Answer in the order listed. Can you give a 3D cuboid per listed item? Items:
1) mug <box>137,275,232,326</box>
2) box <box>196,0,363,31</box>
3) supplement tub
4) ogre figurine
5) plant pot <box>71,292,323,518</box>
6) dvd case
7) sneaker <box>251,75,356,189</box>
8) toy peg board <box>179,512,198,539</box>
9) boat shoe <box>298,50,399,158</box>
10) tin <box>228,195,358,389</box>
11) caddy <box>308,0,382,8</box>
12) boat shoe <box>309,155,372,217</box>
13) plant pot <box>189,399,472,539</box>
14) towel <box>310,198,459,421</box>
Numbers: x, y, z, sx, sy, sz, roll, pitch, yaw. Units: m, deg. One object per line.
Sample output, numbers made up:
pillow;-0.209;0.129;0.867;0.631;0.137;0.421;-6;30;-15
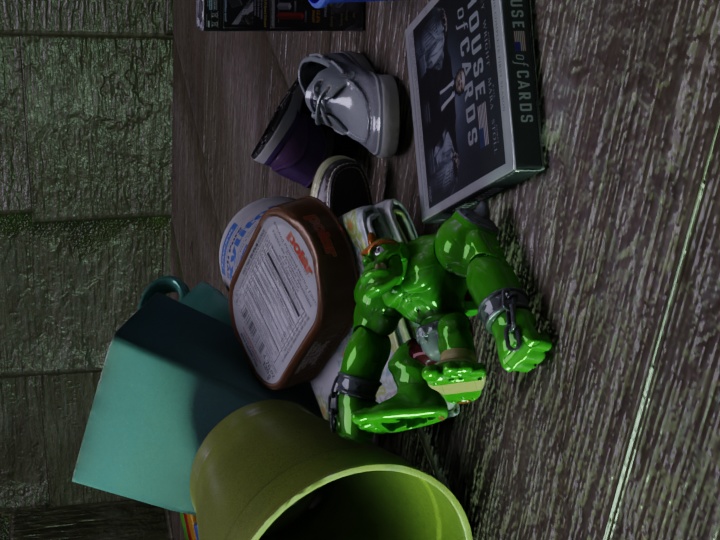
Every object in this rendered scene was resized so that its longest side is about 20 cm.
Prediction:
mug;-0.160;0.102;1.234;0.184;0.114;0.153;25;156;55
box;-0.074;-0.325;1.098;0.050;0.155;0.204;-133;41;-69
supplement tub;-0.067;-0.002;1.183;0.200;0.129;0.135;-155;63;-73
ogre figurine;0.044;0.036;0.805;0.200;0.096;0.122;124;147;-59
plant pot;-0.130;0.136;1.073;0.141;0.197;0.143;-62;-8;-74
dvd case;0.073;-0.123;0.815;0.200;0.024;0.153;152;114;-75
sneaker;-0.044;-0.139;1.184;0.076;0.087;0.201;-49;13;33
toy peg board;-0.097;0.231;1.168;0.199;0.197;0.100;173;83;-75
boat shoe;-0.015;-0.150;1.066;0.201;0.070;0.071;-121;32;-63
tin;-0.058;0.023;0.974;0.113;0.041;0.201;58;147;18
caddy;-0.020;-0.309;0.987;0.143;0.103;0.202;101;160;-46
boat shoe;0.000;0.000;1.056;0.064;0.072;0.204;13;114;53
plant pot;-0.044;0.197;0.919;0.193;0.197;0.204;-142;50;-58
towel;0.002;0.046;0.963;0.199;0.048;0.174;-24;82;60
